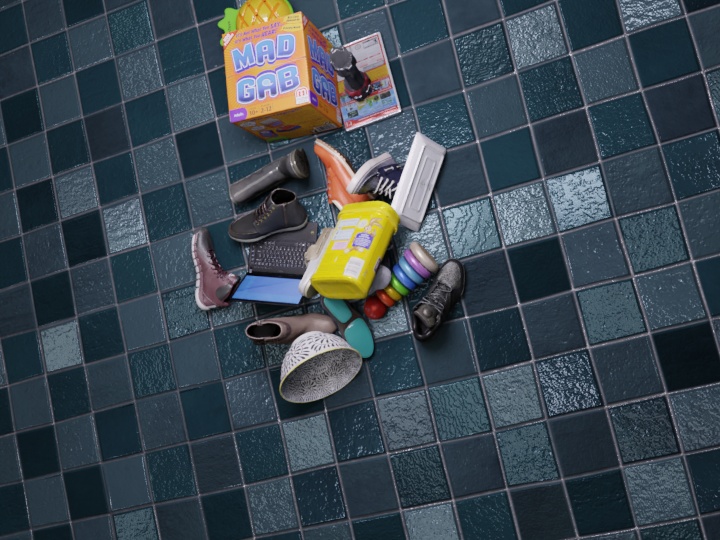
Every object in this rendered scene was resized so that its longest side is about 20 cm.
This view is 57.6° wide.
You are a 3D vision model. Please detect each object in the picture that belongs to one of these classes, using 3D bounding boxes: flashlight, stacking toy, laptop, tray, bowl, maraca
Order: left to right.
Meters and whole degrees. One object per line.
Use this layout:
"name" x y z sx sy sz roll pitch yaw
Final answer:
"maraca" -0.253 -0.594 1.586 0.195 0.107 0.141 -9 85 13
"laptop" -0.202 -0.023 1.540 0.173 0.103 0.205 4 87 13
"bowl" -0.102 0.201 1.478 0.199 0.201 0.095 -34 56 9
"flashlight" -0.025 -0.439 1.456 0.066 0.200 0.070 -4 84 14
"stacking toy" 0.081 0.031 1.485 0.200 0.085 0.086 -44 78 12
"tray" 0.134 -0.195 1.473 0.022 0.106 0.204 20 91 48

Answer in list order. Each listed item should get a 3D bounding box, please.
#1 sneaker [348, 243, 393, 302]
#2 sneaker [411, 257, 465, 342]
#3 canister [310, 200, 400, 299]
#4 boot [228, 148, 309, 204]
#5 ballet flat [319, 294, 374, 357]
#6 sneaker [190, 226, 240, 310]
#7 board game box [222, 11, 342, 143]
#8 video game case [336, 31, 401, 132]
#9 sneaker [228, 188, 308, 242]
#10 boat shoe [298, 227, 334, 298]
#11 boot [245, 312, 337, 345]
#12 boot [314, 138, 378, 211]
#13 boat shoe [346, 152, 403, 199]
"sneaker" 0.000 0.000 1.507 0.198 0.075 0.115 -21 40 39
"sneaker" 0.172 0.066 1.441 0.075 0.114 0.202 30 91 11
"canister" -0.013 -0.042 1.414 0.146 0.087 0.203 -2 53 39
"boot" -0.219 -0.216 1.528 0.196 0.182 0.074 -20 100 5
"ballet flat" -0.032 0.112 1.499 0.072 0.073 0.202 -29 116 9
"sneaker" -0.341 -0.006 1.584 0.113 0.075 0.205 -2 96 21
"board game box" -0.175 -0.431 1.501 0.196 0.199 0.205 -8 85 18
"video game case" 0.007 -0.448 1.561 0.140 0.017 0.204 -16 83 12
"sneaker" -0.229 -0.136 1.540 0.196 0.107 0.076 -14 59 4
"boat shoe" -0.094 -0.020 1.495 0.067 0.076 0.201 23 50 15
"boot" -0.161 0.136 1.497 0.195 0.146 0.072 -11 82 12
"boot" -0.058 -0.215 1.536 0.107 0.075 0.201 -44 79 12
"boat shoe" 0.048 -0.196 1.452 0.092 0.200 0.075 40 128 5
